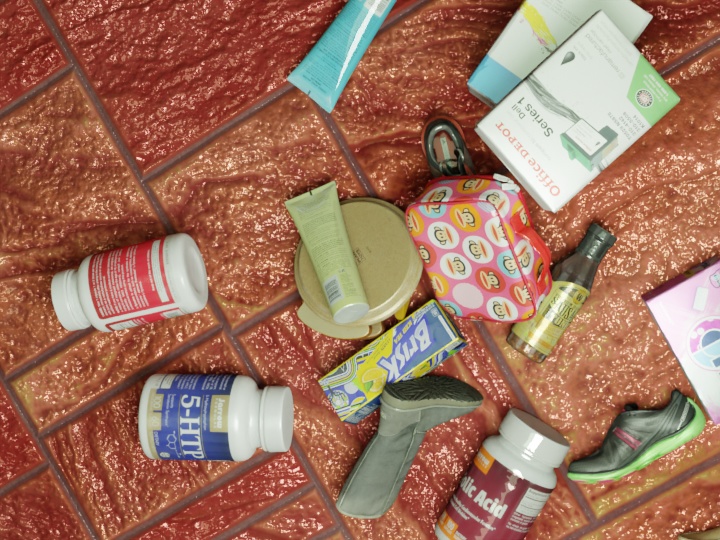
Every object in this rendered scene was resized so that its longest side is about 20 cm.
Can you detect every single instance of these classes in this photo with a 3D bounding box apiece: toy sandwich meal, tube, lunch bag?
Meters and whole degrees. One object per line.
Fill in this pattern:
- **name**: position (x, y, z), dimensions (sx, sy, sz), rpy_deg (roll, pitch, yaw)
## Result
- **toy sandwich meal**: position (0.000, 0.000, 1.515), dimensions (0.203, 0.070, 0.207), rpy_deg (-5, 71, 14)
- **tube**: position (-0.016, -0.322, 1.508), dimensions (0.077, 0.050, 0.201), rpy_deg (38, 103, 7)
- **tube**: position (-0.040, -0.026, 1.474), dimensions (0.052, 0.058, 0.201), rpy_deg (-52, 49, 46)
- **lunch bag**: position (0.165, -0.026, 1.426), dimensions (0.175, 0.082, 0.201), rpy_deg (1, 126, 38)

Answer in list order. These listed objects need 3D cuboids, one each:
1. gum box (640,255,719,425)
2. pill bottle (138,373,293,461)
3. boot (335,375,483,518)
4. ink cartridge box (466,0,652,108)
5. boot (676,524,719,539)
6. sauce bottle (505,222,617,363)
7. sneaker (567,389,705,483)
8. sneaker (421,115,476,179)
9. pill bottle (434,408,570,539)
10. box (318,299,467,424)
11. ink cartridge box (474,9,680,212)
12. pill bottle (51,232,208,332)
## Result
- **gum box**: position (0.475, 0.097, 1.461), dimensions (0.113, 0.066, 0.201), rpy_deg (-30, 90, 10)
- **pill bottle**: position (-0.198, 0.205, 1.532), dimensions (0.198, 0.120, 0.121), rpy_deg (-1, 94, 7)
- **boot**: position (0.068, 0.247, 1.517), dimensions (0.180, 0.073, 0.202), rpy_deg (2, 113, -30)
- **ink cartridge box**: position (0.254, -0.279, 1.422), dimensions (0.146, 0.147, 0.201), rpy_deg (36, 99, 3)
- **boot**: position (0.518, 0.308, 1.470), dimensions (0.198, 0.072, 0.156), rpy_deg (-6, 94, 3)
- **sauce bottle**: position (0.274, 0.029, 1.484), dimensions (0.066, 0.066, 0.201), rpy_deg (32, 99, 4)
- **sneaker**: position (0.367, 0.228, 1.492), dimensions (0.199, 0.077, 0.084), rpy_deg (-30, 73, 5)
- **sneaker**: position (0.130, -0.111, 1.483), dimensions (0.077, 0.082, 0.201), rpy_deg (-25, 93, 8)
- **pill bottle**: position (0.195, 0.298, 1.490), dimensions (0.114, 0.114, 0.201), rpy_deg (29, 97, 4)
- **box**: position (0.046, 0.127, 1.514), dimensions (0.199, 0.064, 0.070), rpy_deg (-36, 70, 8)
- **ink cartridge box**: position (0.255, -0.186, 1.315), dimensions (0.200, 0.084, 0.146), rpy_deg (-43, 92, 7)
- **pill bottle**: position (-0.323, 0.022, 1.538), dimensions (0.198, 0.112, 0.113), rpy_deg (-13, 93, 8)
